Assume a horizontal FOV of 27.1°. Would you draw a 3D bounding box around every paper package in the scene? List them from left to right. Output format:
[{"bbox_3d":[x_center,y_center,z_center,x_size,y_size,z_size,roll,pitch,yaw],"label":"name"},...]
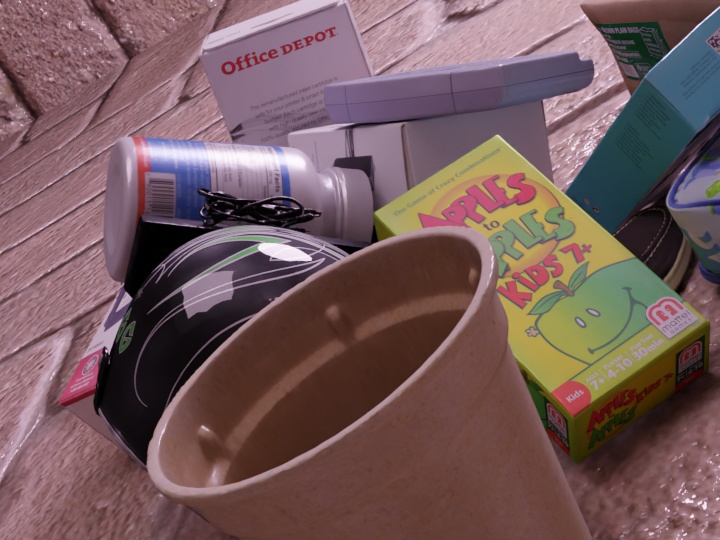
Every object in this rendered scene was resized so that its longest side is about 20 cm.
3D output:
[{"bbox_3d":[0.313,-0.232,1.215,0.190,0.104,0.199,-40,21,-17],"label":"paper package"}]

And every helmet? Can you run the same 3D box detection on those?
[{"bbox_3d":[-0.066,0.064,1.031,0.191,0.199,0.200,-50,19,4],"label":"helmet"}]

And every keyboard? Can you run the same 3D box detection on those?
[{"bbox_3d":[-0.071,-0.017,1.110,0.040,0.197,0.105,-107,30,-47],"label":"keyboard"}]

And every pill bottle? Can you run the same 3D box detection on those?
[{"bbox_3d":[-0.095,-0.043,1.166,0.197,0.114,0.112,3,10,-19],"label":"pill bottle"}]

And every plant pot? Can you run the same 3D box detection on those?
[{"bbox_3d":[0.025,0.111,0.754,0.199,0.184,0.201,-30,20,12],"label":"plant pot"}]

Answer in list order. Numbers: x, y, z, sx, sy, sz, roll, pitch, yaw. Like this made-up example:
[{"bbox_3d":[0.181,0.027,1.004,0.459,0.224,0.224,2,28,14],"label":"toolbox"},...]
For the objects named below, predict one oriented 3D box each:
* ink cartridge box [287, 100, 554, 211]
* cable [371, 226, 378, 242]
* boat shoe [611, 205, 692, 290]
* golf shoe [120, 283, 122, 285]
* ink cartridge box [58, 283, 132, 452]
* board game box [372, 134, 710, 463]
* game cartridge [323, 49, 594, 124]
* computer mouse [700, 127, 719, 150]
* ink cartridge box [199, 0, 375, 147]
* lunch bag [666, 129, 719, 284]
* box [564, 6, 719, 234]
[{"bbox_3d":[0.048,-0.090,1.262,0.143,0.085,0.199,-13,9,-29],"label":"ink cartridge box"},{"bbox_3d":[0.000,0.000,1.252,0.162,0.051,0.200,-32,19,7],"label":"cable"},{"bbox_3d":[0.147,0.014,0.962,0.073,0.065,0.200,-11,29,50],"label":"boat shoe"},{"bbox_3d":[-0.190,0.004,1.470,0.087,0.078,0.200,-19,16,-20],"label":"golf shoe"},{"bbox_3d":[-0.150,0.038,1.264,0.144,0.084,0.201,-24,35,48],"label":"ink cartridge box"},{"bbox_3d":[0.105,0.011,0.899,0.101,0.048,0.200,-32,52,-14],"label":"board game box"},{"bbox_3d":[0.070,-0.145,1.193,0.132,0.041,0.199,-11,8,-42],"label":"game cartridge"},{"bbox_3d":[0.302,-0.127,1.092,0.199,0.034,0.059,-16,28,43],"label":"computer mouse"},{"bbox_3d":[-0.049,-0.147,1.411,0.145,0.202,0.083,-18,21,6],"label":"ink cartridge box"},{"bbox_3d":[0.291,-0.074,0.913,0.200,0.083,0.160,-45,23,-29],"label":"lunch bag"},{"bbox_3d":[0.201,-0.091,1.008,0.082,0.049,0.200,-41,-10,-20],"label":"box"}]
